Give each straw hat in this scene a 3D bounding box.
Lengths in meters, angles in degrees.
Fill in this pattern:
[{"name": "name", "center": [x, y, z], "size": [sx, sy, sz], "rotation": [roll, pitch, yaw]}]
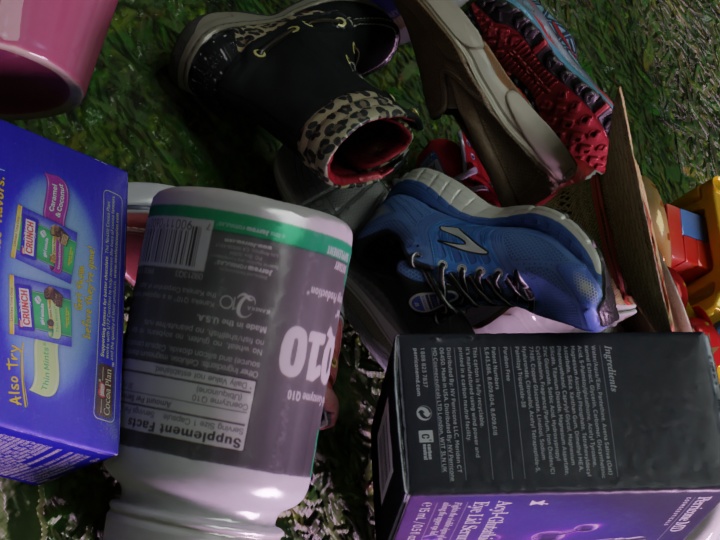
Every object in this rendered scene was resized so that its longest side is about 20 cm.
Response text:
[{"name": "straw hat", "center": [0.155, -0.017, 0.997], "size": [0.201, 0.084, 0.203], "rotation": [-12, 90, -77]}]

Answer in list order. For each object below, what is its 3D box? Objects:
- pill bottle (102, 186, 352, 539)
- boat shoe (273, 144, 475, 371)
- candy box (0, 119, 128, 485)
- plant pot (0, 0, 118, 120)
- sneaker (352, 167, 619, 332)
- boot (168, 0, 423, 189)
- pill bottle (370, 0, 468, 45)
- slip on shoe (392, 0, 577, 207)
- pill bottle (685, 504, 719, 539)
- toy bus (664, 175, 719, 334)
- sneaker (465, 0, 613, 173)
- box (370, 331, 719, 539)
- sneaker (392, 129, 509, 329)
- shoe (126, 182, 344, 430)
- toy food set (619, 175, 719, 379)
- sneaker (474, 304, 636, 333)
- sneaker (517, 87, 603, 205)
[{"name": "pill bottle", "center": [-0.075, 0.064, 0.796], "size": [0.113, 0.113, 0.202], "rotation": [15, 83, -44]}, {"name": "boat shoe", "center": [0.001, 0.000, 1.020], "size": [0.202, 0.065, 0.074], "rotation": [52, 52, -6]}, {"name": "candy box", "center": [-0.217, 0.001, 0.740], "size": [0.199, 0.077, 0.170], "rotation": [24, 53, -41]}, {"name": "plant pot", "center": [-0.201, -0.186, 0.795], "size": [0.199, 0.199, 0.181], "rotation": [17, 72, -44]}, {"name": "sneaker", "center": [0.074, 0.004, 0.928], "size": [0.089, 0.199, 0.079], "rotation": [-42, 130, -25]}, {"name": "boot", "center": [-0.010, -0.120, 1.001], "size": [0.153, 0.074, 0.203], "rotation": [37, 34, 30]}, {"name": "pill bottle", "center": [0.007, -0.283, 1.142], "size": [0.200, 0.115, 0.116], "rotation": [51, 39, -15]}, {"name": "slip on shoe", "center": [0.069, -0.130, 1.043], "size": [0.200, 0.060, 0.076], "rotation": [52, 4, -2]}, {"name": "pill bottle", "center": [0.259, 0.183, 1.134], "size": [0.200, 0.112, 0.114], "rotation": [30, 47, -52]}, {"name": "toy bus", "center": [0.323, 0.018, 1.337], "size": [0.191, 0.136, 0.201], "rotation": [13, 61, -31]}, {"name": "sneaker", "center": [0.176, -0.173, 1.307], "size": [0.200, 0.079, 0.096], "rotation": [53, 36, -13]}, {"name": "box", "center": [0.112, 0.114, 0.931], "size": [0.198, 0.148, 0.105], "rotation": [0, 63, -5]}, {"name": "sneaker", "center": [0.075, -0.034, 1.080], "size": [0.113, 0.071, 0.200], "rotation": [54, 12, -10]}, {"name": "shoe", "center": [-0.083, 0.027, 0.887], "size": [0.200, 0.071, 0.092], "rotation": [31, 44, -39]}, {"name": "toy food set", "center": [0.247, 0.037, 1.216], "size": [0.199, 0.048, 0.201], "rotation": [74, -5, -50]}, {"name": "sneaker", "center": [0.186, 0.040, 1.162], "size": [0.199, 0.115, 0.074], "rotation": [15, 56, -47]}, {"name": "sneaker", "center": [0.134, -0.097, 1.164], "size": [0.116, 0.078, 0.200], "rotation": [57, 2, -5]}]
